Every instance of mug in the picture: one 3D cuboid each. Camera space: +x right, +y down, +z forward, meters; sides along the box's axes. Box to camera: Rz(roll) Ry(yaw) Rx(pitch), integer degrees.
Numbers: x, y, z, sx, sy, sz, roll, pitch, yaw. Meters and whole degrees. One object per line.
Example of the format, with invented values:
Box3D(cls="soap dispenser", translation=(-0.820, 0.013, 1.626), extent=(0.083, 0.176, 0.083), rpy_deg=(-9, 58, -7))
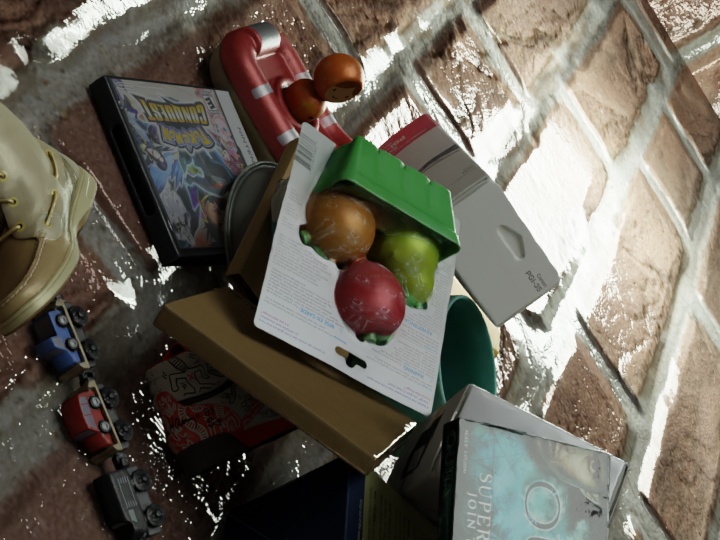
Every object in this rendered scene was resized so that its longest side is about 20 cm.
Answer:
Box3D(cls="mug", translation=(0.046, 0.093, 1.558), extent=(0.185, 0.114, 0.152), rpy_deg=(61, 33, -40))

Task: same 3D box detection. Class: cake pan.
Box3D(cls="cake pan", translation=(-0.057, -0.010, 1.549), extent=(0.200, 0.037, 0.201), rpy_deg=(33, 49, -50))

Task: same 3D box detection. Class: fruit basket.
Box3D(cls="fruit basket", translation=(0.000, 0.000, 1.366), extent=(0.185, 0.094, 0.200), rpy_deg=(29, 61, -28))

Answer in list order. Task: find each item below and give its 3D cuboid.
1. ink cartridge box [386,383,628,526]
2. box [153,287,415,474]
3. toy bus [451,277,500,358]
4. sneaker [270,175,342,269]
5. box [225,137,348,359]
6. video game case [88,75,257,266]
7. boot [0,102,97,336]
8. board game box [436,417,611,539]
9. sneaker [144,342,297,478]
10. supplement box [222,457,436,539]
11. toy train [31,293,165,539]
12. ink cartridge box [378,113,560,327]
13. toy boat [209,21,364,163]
Box3D(cls="ink cartridge box", translation=(0.112, 0.177, 1.331), extent=(0.146, 0.200, 0.083), rpy_deg=(27, 70, -3))
Box3D(cls="box", translation=(-0.055, 0.083, 1.295), extent=(0.200, 0.021, 0.163), rpy_deg=(36, 11, 8))
Box3D(cls="toy bus", translation=(0.083, 0.053, 1.735), extent=(0.200, 0.078, 0.065), rpy_deg=(47, 30, -25))
Box3D(cls="sneaker", translation=(-0.011, -0.013, 1.482), extent=(0.200, 0.077, 0.080), rpy_deg=(30, 57, -38))
Box3D(cls="box", translation=(-0.047, -0.002, 1.499), extent=(0.164, 0.021, 0.200), rpy_deg=(57, 35, -29))
Box3D(cls="video game case", translation=(-0.152, -0.091, 1.521), extent=(0.200, 0.025, 0.181), rpy_deg=(-3, 67, -61))
Box3D(cls="boot", translation=(-0.277, -0.058, 1.213), extent=(0.155, 0.073, 0.200), rpy_deg=(47, 28, -27))
Box3D(cls="board game box", translation=(0.117, 0.216, 1.176), extent=(0.135, 0.028, 0.200), rpy_deg=(15, 66, -23))
Box3D(cls="sneaker", translation=(-0.095, 0.093, 1.374), extent=(0.201, 0.067, 0.108), rpy_deg=(-20, 82, -52))
Box3D(cls="supplement box", translation=(-0.002, 0.294, 1.287), extent=(0.200, 0.134, 0.200), rpy_deg=(44, 31, -30))
Box3D(cls="toy train", translation=(-0.202, 0.111, 1.231), extent=(0.046, 0.034, 0.200), rpy_deg=(-11, 75, -50))
Box3D(cls="ink cartridge box", translation=(0.101, -0.053, 1.630), extent=(0.147, 0.083, 0.200), rpy_deg=(53, 2, -27))
Box3D(cls="toy boat", translation=(-0.051, -0.173, 1.660), extent=(0.200, 0.131, 0.131), rpy_deg=(60, 27, -2))
